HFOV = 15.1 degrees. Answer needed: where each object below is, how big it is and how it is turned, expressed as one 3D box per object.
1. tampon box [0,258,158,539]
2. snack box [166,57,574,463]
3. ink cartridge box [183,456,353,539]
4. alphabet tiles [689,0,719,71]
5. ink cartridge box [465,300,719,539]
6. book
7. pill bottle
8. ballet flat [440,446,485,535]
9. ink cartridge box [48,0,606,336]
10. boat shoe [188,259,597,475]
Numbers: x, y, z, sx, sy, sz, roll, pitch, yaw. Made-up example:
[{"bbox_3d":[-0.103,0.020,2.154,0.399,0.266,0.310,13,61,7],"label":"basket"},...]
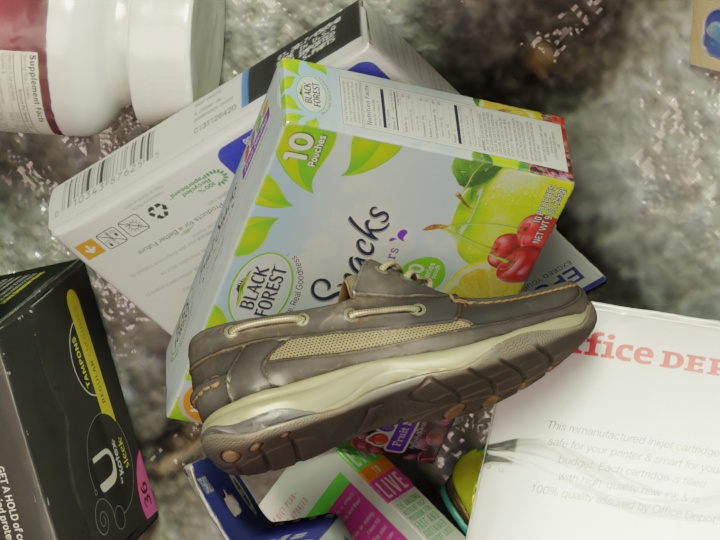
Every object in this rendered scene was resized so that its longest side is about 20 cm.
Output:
[{"bbox_3d":[-0.232,0.097,1.424,0.199,0.126,0.151,-11,103,20],"label":"tampon box"},{"bbox_3d":[0.000,0.000,1.293,0.141,0.053,0.201,11,132,-14],"label":"snack box"},{"bbox_3d":[-0.009,0.165,1.256,0.040,0.200,0.201,-30,88,1],"label":"ink cartridge box"},{"bbox_3d":[0.221,-0.142,1.230,0.167,0.008,0.201,18,114,41],"label":"alphabet tiles"},{"bbox_3d":[0.128,0.127,1.283,0.144,0.084,0.201,9,71,13],"label":"ink cartridge box"},{"bbox_3d":[0.022,0.188,1.374,0.200,0.048,0.134,45,126,14],"label":"book"},{"bbox_3d":[-0.172,-0.123,1.343,0.199,0.110,0.110,4,107,8],"label":"pill bottle"},{"bbox_3d":[0.116,0.171,1.369,0.067,0.067,0.201,-31,94,10],"label":"ballet flat"},{"bbox_3d":[-0.015,-0.018,1.342,0.197,0.047,0.200,-30,131,23],"label":"ink cartridge box"},{"bbox_3d":[0.014,0.029,1.227,0.074,0.199,0.075,67,154,17],"label":"boat shoe"}]
